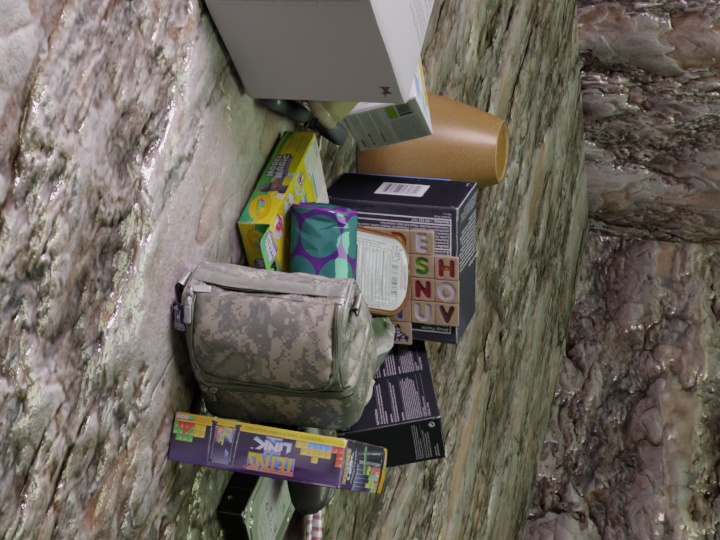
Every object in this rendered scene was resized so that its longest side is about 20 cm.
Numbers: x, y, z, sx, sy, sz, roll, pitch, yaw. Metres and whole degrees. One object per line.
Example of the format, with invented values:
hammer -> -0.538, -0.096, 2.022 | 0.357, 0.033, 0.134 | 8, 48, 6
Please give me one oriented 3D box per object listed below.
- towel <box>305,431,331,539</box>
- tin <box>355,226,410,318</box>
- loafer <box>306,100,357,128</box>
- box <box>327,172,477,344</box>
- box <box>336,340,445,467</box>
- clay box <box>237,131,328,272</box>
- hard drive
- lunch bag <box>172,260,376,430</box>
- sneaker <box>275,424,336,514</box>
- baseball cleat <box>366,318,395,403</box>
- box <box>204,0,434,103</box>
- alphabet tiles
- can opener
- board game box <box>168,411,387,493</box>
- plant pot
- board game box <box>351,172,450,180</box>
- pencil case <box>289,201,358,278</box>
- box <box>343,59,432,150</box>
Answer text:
towel -> -0.054, 0.288, 1.859 | 0.146, 0.030, 0.201 | 84, 10, -89
tin -> 0.000, 0.000, 1.751 | 0.200, 0.042, 0.113 | 10, 76, -54
loafer -> -0.036, -0.263, 1.673 | 0.076, 0.068, 0.201 | 47, 27, -58
box -> 0.054, -0.020, 1.909 | 0.123, 0.199, 0.200 | -49, 142, -63
box -> 0.032, 0.176, 1.888 | 0.200, 0.140, 0.079 | -98, 180, -56
clay box -> -0.095, -0.062, 1.667 | 0.201, 0.047, 0.115 | -66, 155, -43
hard drive -> -0.116, 0.274, 1.721 | 0.200, 0.038, 0.140 | -66, 155, -48
lunch bag -> -0.089, 0.069, 1.483 | 0.168, 0.199, 0.140 | 83, 18, -45
sneaker -> -0.073, 0.197, 1.683 | 0.091, 0.076, 0.201 | 15, 71, -57
baseball cleat -> -0.014, 0.127, 1.806 | 0.106, 0.070, 0.200 | -47, -171, 32
box -> -0.042, -0.309, 1.510 | 0.200, 0.198, 0.172 | 66, 34, -55
alphabet tiles -> 0.036, 0.021, 1.860 | 0.008, 0.199, 0.168 | -51, 142, -62
can opener -> -0.063, -0.203, 1.696 | 0.053, 0.066, 0.200 | -58, 159, 6
board game box -> -0.087, 0.203, 1.516 | 0.165, 0.199, 0.057 | 29, 69, -70
plant pot -> 0.117, -0.185, 2.065 | 0.186, 0.199, 0.188 | 5, 90, -74
board game box -> 0.076, -0.076, 2.042 | 0.200, 0.151, 0.045 | 59, 40, -62
pencil case -> -0.048, 0.021, 1.623 | 0.092, 0.085, 0.201 | -165, -102, -70
box -> 0.023, -0.277, 1.806 | 0.113, 0.101, 0.201 | 54, 26, -65
